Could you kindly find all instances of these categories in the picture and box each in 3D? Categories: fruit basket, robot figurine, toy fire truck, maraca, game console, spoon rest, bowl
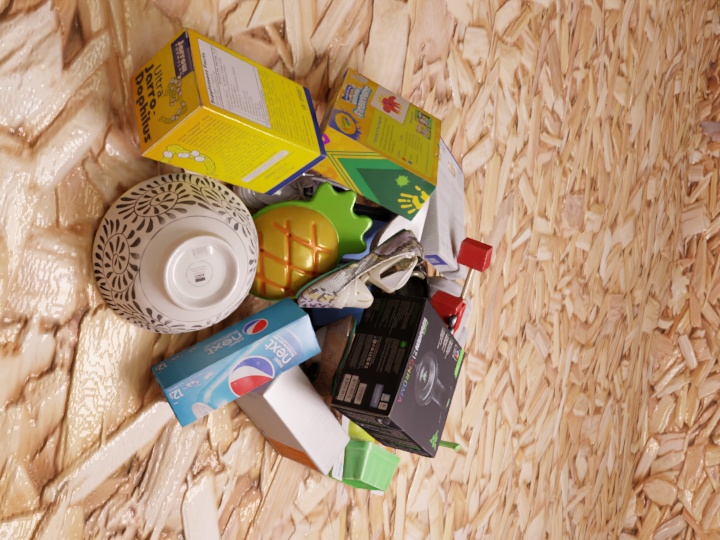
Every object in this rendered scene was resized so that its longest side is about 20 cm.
[{"bbox_3d":[0.005,0.266,1.153,0.185,0.094,0.200,44,43,-53],"label":"fruit basket"},{"bbox_3d":[0.129,0.092,1.232,0.170,0.113,0.200,42,64,-25],"label":"robot figurine"},{"bbox_3d":[0.152,0.060,1.110,0.141,0.049,0.200,-40,146,-50],"label":"toy fire truck"},{"bbox_3d":[-0.082,-0.036,0.921,0.200,0.107,0.137,-30,117,3],"label":"maraca"},{"bbox_3d":[0.000,0.000,1.047,0.200,0.118,0.171,4,134,-51],"label":"game console"},{"bbox_3d":[0.062,-0.068,1.023,0.099,0.061,0.200,31,65,-47],"label":"spoon rest"},{"bbox_3d":[-0.196,-0.007,0.784,0.201,0.094,0.201,-10,109,-29],"label":"bowl"}]

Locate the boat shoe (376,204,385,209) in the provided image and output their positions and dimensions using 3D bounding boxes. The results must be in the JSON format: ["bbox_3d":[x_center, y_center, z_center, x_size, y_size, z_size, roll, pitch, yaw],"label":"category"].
[{"bbox_3d":[0.089,-0.113,1.183,0.200,0.071,0.069,15,83,-60],"label":"boat shoe"}]

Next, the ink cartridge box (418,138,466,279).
[{"bbox_3d":[0.139,-0.101,1.147,0.200,0.041,0.200,32,57,-66],"label":"ink cartridge box"}]

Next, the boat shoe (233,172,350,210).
[{"bbox_3d":[-0.088,-0.110,0.964,0.200,0.068,0.072,10,89,-51],"label":"boat shoe"}]

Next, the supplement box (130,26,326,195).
[{"bbox_3d":[-0.154,-0.180,0.811,0.200,0.109,0.109,13,56,-51],"label":"supplement box"}]

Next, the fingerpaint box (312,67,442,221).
[{"bbox_3d":[0.024,-0.182,0.959,0.167,0.073,0.200,27,37,-13],"label":"fingerpaint box"}]

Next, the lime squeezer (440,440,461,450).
[{"bbox_3d":[0.089,0.265,1.175,0.071,0.200,0.038,-44,123,-4],"label":"lime squeezer"}]

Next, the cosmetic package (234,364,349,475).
[{"bbox_3d":[-0.107,0.201,0.977,0.071,0.101,0.200,-53,132,-29],"label":"cosmetic package"}]

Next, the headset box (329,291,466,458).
[{"bbox_3d":[0.064,0.155,0.971,0.200,0.093,0.174,52,52,-50],"label":"headset box"}]

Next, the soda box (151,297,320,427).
[{"bbox_3d":[-0.157,0.114,0.870,0.200,0.068,0.064,-28,120,-19],"label":"soda box"}]

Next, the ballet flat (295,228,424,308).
[{"bbox_3d":[0.010,0.011,0.921,0.200,0.072,0.072,-31,121,-23],"label":"ballet flat"}]

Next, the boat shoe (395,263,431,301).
[{"bbox_3d":[0.085,0.012,1.148,0.072,0.066,0.201,-9,80,-14],"label":"boat shoe"}]

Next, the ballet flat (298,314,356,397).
[{"bbox_3d":[-0.056,0.128,0.995,0.200,0.067,0.068,107,-5,-48],"label":"ballet flat"}]
